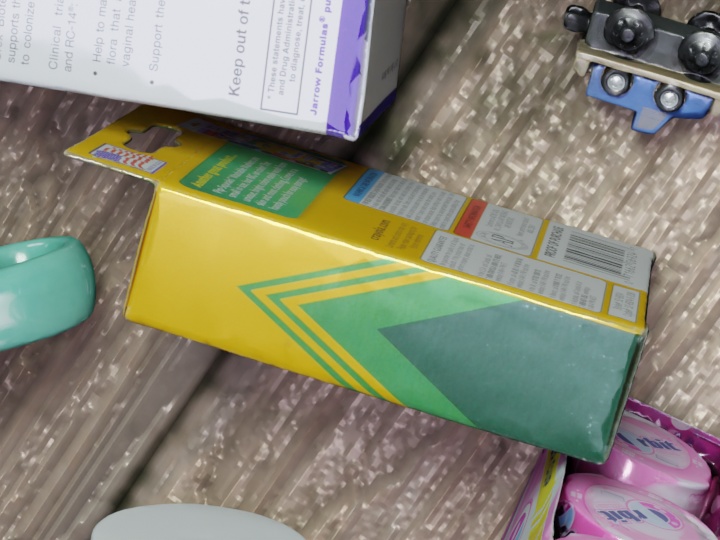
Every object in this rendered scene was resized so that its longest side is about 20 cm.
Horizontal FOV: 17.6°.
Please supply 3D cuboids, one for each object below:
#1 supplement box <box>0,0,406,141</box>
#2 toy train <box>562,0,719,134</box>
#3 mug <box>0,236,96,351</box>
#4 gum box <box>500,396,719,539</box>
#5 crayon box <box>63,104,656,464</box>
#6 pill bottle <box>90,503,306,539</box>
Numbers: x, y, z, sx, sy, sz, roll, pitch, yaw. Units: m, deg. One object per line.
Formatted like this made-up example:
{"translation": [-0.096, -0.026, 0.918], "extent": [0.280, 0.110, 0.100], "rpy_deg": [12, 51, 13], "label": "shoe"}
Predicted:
{"translation": [-0.085, -0.116, 0.812], "extent": [0.198, 0.101, 0.104], "rpy_deg": [8, 103, 6], "label": "supplement box"}
{"translation": [0.164, -0.052, 0.826], "extent": [0.198, 0.034, 0.046], "rpy_deg": [19, 116, 3], "label": "toy train"}
{"translation": [-0.209, 0.015, 0.850], "extent": [0.185, 0.114, 0.152], "rpy_deg": [-41, 93, 14], "label": "mug"}
{"translation": [0.074, 0.124, 0.787], "extent": [0.066, 0.200, 0.114], "rpy_deg": [24, 106, 2], "label": "gum box"}
{"translation": [0.000, 0.000, 0.812], "extent": [0.198, 0.126, 0.052], "rpy_deg": [18, 104, 5], "label": "crayon box"}
{"translation": [-0.067, 0.196, 0.870], "extent": [0.110, 0.111, 0.202], "rpy_deg": [7, 103, 7], "label": "pill bottle"}
